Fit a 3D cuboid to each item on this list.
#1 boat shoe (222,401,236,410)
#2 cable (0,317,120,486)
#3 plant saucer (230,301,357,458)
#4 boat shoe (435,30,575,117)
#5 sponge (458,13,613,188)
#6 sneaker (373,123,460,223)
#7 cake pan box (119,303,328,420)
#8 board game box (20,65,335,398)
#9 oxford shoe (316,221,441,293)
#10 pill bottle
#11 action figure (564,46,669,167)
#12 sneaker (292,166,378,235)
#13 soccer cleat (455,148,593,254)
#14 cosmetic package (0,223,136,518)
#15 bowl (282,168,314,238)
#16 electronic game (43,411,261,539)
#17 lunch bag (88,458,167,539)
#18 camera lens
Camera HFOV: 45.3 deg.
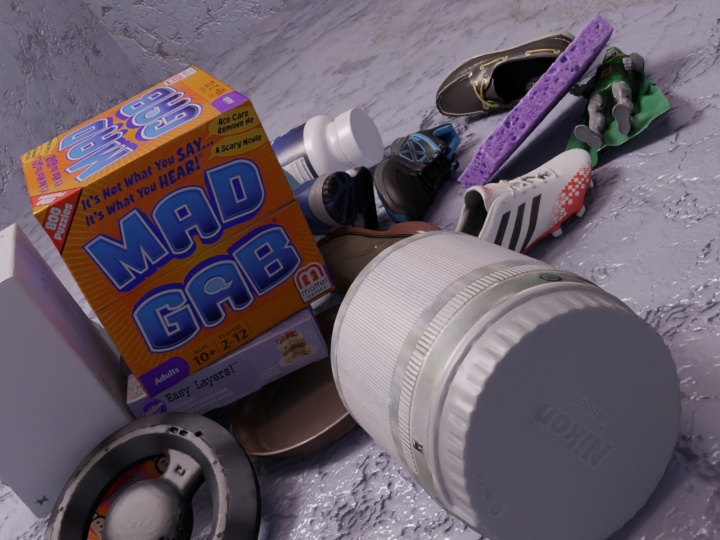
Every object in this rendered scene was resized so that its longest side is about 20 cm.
[{"bbox_3d":[-0.173,0.107,0.953,0.199,0.071,0.064,4,46,45],"label":"boat shoe"},{"bbox_3d":[-0.360,0.142,0.978,0.200,0.201,0.069,-39,28,-14],"label":"cable"},{"bbox_3d":[-0.035,0.102,0.809,0.199,0.032,0.201,-30,24,15],"label":"plant saucer"},{"bbox_3d":[0.177,-0.240,1.086,0.200,0.072,0.061,-19,25,31],"label":"boat shoe"},{"bbox_3d":[0.186,-0.174,0.927,0.200,0.030,0.112,-47,-5,-10],"label":"sponge"},{"bbox_3d":[0.070,-0.118,1.013,0.081,0.073,0.201,-23,28,24],"label":"sneaker"},{"bbox_3d":[-0.143,0.064,0.873,0.198,0.053,0.184,-25,27,0],"label":"cake pan box"},{"bbox_3d":[-0.177,-0.047,0.824,0.199,0.201,0.200,-30,30,-12],"label":"board game box"},{"bbox_3d":[0.000,0.000,0.900,0.199,0.071,0.074,-13,35,43],"label":"oxford shoe"},{"bbox_3d":[-0.070,-0.150,1.217,0.199,0.111,0.111,-23,27,29],"label":"pill bottle"},{"bbox_3d":[0.263,-0.187,0.903,0.117,0.055,0.201,-26,22,31],"label":"action figure"},{"bbox_3d":[-0.031,-0.078,0.987,0.076,0.077,0.200,-10,-4,18],"label":"sneaker"},{"bbox_3d":[0.140,-0.057,0.790,0.200,0.085,0.068,-45,25,-16],"label":"soccer cleat"},{"bbox_3d":[-0.319,0.087,0.825,0.122,0.200,0.200,-34,25,-8],"label":"cosmetic package"},{"bbox_3d":[-0.136,-0.057,1.078,0.200,0.202,0.105,-20,10,34],"label":"bowl"},{"bbox_3d":[-0.173,0.211,0.708,0.198,0.042,0.202,-10,55,15],"label":"electronic game"},{"bbox_3d":[-0.244,0.187,0.895,0.176,0.082,0.199,-45,27,-26],"label":"lunch bag"},{"bbox_3d":[0.080,0.067,0.553,0.160,0.160,0.200,-41,24,-9],"label":"camera lens"}]
